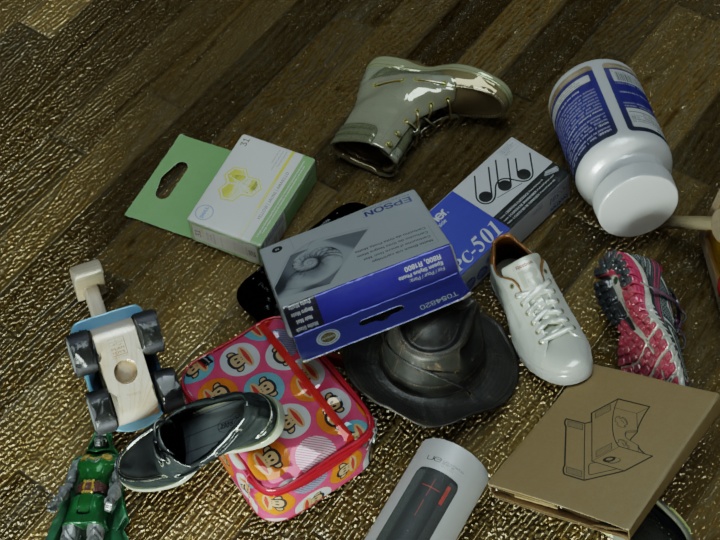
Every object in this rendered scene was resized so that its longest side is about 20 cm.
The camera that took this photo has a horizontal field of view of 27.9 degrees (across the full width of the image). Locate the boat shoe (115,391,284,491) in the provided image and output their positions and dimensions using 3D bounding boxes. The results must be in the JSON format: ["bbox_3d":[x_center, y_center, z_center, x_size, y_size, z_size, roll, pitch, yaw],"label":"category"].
[{"bbox_3d":[-0.175,0.169,1.460,0.198,0.066,0.075,-17,65,22],"label":"boat shoe"}]

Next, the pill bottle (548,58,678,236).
[{"bbox_3d":[0.295,-0.142,1.682,0.114,0.116,0.201,-10,47,-2],"label":"pill bottle"}]

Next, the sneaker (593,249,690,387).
[{"bbox_3d":[0.320,0.065,1.564,0.074,0.081,0.202,6,56,-28],"label":"sneaker"}]

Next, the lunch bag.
[{"bbox_3d":[-0.077,0.149,1.542,0.175,0.082,0.200,-29,57,-20],"label":"lunch bag"}]

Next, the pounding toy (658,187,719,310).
[{"bbox_3d":[0.425,-0.035,1.574,0.140,0.185,0.202,0,52,-9],"label":"pounding toy"}]

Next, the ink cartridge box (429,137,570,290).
[{"bbox_3d":[0.149,-0.064,1.695,0.094,0.044,0.200,35,64,29],"label":"ink cartridge box"}]

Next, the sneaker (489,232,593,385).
[{"bbox_3d":[0.186,0.038,1.573,0.072,0.085,0.201,-24,46,-7],"label":"sneaker"}]

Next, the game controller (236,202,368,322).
[{"bbox_3d":[-0.047,-0.004,1.673,0.200,0.042,0.104,-39,59,-22],"label":"game controller"}]

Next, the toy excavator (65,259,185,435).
[{"bbox_3d":[-0.277,0.081,1.601,0.099,0.200,0.196,-18,90,-15],"label":"toy excavator"}]

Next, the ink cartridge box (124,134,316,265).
[{"bbox_3d":[-0.171,-0.101,1.756,0.198,0.048,0.146,20,58,17],"label":"ink cartridge box"}]

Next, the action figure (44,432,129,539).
[{"bbox_3d":[-0.283,0.251,1.503,0.117,0.055,0.201,-3,49,8],"label":"action figure"}]

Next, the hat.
[{"bbox_3d":[0.082,0.071,1.551,0.198,0.081,0.202,6,40,-5],"label":"hat"}]

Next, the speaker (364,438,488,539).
[{"bbox_3d":[0.050,0.266,1.437,0.081,0.082,0.201,22,58,21],"label":"speaker"}]

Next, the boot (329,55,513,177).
[{"bbox_3d":[0.075,-0.182,1.775,0.198,0.072,0.156,12,55,21],"label":"boot"}]

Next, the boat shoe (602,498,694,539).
[{"bbox_3d":[0.253,0.232,1.450,0.072,0.061,0.201,-40,58,-20],"label":"boat shoe"}]

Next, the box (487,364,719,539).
[{"bbox_3d":[0.247,0.175,1.451,0.162,0.021,0.200,11,42,39],"label":"box"}]

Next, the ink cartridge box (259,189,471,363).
[{"bbox_3d":[0.000,0.000,1.573,0.198,0.041,0.200,-22,31,-5],"label":"ink cartridge box"}]
